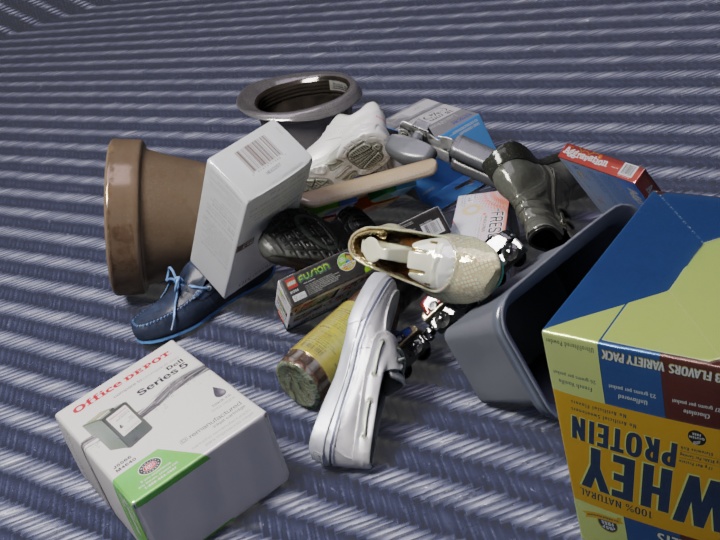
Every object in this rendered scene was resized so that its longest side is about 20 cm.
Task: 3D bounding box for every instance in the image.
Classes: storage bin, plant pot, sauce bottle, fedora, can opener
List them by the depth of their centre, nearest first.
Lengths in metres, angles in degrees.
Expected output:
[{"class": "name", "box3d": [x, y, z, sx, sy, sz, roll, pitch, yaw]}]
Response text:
[{"class": "storage bin", "box3d": [0.184, 0.052, 0.933, 0.199, 0.147, 0.134, -35, 7, -27]}, {"class": "sauce bottle", "box3d": [-0.003, 0.062, 1.063, 0.064, 0.066, 0.200, 13, 42, 42]}, {"class": "can opener", "box3d": [0.124, -0.132, 1.279, 0.198, 0.054, 0.067, 27, 69, 22]}, {"class": "plant pot", "box3d": [-0.236, -0.070, 1.310, 0.171, 0.204, 0.201, -1, 29, -6]}, {"class": "fedora", "box3d": [-0.090, -0.242, 1.589, 0.196, 0.092, 0.178, -9, 32, 2]}]

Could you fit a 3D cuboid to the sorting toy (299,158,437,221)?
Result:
[{"class": "sorting toy", "box3d": [-0.013, -0.089, 1.272, 0.182, 0.037, 0.200, -17, 1, -18]}]

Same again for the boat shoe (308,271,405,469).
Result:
[{"class": "boat shoe", "box3d": [0.014, 0.099, 0.970, 0.066, 0.074, 0.203, 12, 66, 16]}]

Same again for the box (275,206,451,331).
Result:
[{"class": "box", "box3d": [0.000, 0.000, 1.132, 0.197, 0.035, 0.110, -25, -12, -14]}]

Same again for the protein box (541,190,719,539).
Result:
[{"class": "protein box", "box3d": [0.252, 0.082, 0.757, 0.133, 0.203, 0.198, 10, 39, 39]}]

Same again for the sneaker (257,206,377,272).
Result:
[{"class": "sneaker", "box3d": [-0.052, -0.018, 1.162, 0.199, 0.091, 0.076, -4, 53, -54]}]

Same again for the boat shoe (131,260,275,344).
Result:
[{"class": "boat shoe", "box3d": [-0.201, 0.015, 1.241, 0.199, 0.070, 0.084, -36, 34, -28]}]

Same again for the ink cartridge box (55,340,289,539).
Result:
[{"class": "ink cartridge box", "box3d": [-0.184, 0.167, 0.964, 0.144, 0.085, 0.199, -32, 33, -25]}]

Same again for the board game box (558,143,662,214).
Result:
[{"class": "board game box", "box3d": [0.275, -0.044, 0.971, 0.020, 0.200, 0.103, -51, 37, -4]}]

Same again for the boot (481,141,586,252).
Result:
[{"class": "boot", "box3d": [0.224, -0.068, 1.150, 0.198, 0.132, 0.068, 4, -38, -47]}]

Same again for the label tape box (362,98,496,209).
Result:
[{"class": "label tape box", "box3d": [0.098, -0.166, 1.390, 0.143, 0.064, 0.199, -31, 32, -21]}]

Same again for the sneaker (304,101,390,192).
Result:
[{"class": "sneaker", "box3d": [-0.035, -0.161, 1.388, 0.198, 0.078, 0.101, -25, 43, 30]}]

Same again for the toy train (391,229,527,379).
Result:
[{"class": "toy train", "box3d": [0.085, 0.035, 1.010, 0.200, 0.034, 0.046, -45, 60, 9]}]

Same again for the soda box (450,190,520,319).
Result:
[{"class": "soda box", "box3d": [0.134, -0.013, 1.117, 0.067, 0.064, 0.201, -7, 31, 17]}]

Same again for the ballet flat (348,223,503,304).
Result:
[{"class": "ballet flat", "box3d": [0.056, -0.008, 0.991, 0.061, 0.069, 0.199, 5, 4, -35]}]

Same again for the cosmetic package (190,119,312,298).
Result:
[{"class": "cosmetic package", "box3d": [-0.126, -0.065, 1.139, 0.101, 0.201, 0.074, -36, 72, -30]}]
